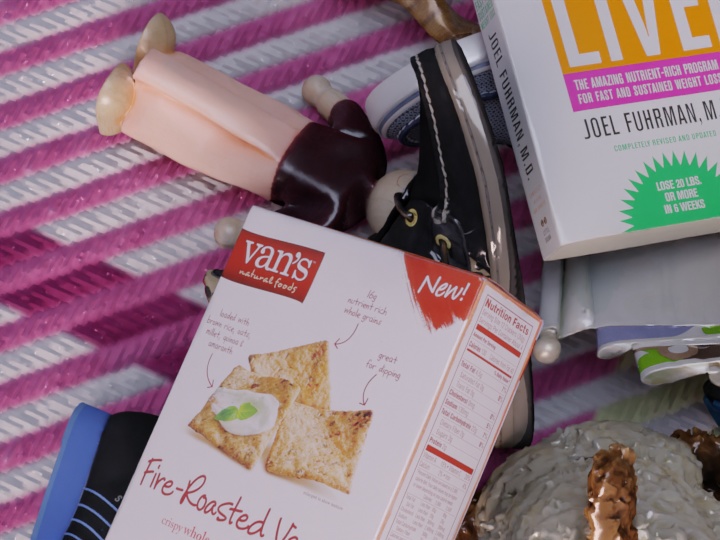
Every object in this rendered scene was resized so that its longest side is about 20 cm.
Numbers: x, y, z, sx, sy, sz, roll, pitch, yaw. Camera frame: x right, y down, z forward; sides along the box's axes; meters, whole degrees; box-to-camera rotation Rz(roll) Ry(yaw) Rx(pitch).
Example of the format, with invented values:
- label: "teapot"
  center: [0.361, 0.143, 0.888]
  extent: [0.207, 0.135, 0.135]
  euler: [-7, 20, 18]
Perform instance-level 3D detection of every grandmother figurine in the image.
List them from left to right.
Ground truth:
- label: "grandmother figurine"
  center: [-0.035, -0.055, 1.013]
  extent: [0.199, 0.061, 0.122]
  euler: [25, 65, 10]

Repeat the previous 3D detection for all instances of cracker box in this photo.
- label: "cracker box"
  center: [-0.024, 0.085, 0.840]
  extent: [0.133, 0.058, 0.201]
  euler: [17, 79, 39]

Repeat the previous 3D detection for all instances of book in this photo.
- label: "book"
  center: [0.124, -0.112, 0.973]
  extent: [0.133, 0.048, 0.202]
  euler: [-10, 76, -20]

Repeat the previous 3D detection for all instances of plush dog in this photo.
- label: "plush dog"
  center: [0.105, 0.125, 0.895]
  extent: [0.198, 0.172, 0.162]
  euler: [-11, 109, 1]

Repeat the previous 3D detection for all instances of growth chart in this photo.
- label: "growth chart"
  center: [0.176, 0.012, 0.954]
  extent: [0.198, 0.018, 0.145]
  euler: [3, 37, 14]

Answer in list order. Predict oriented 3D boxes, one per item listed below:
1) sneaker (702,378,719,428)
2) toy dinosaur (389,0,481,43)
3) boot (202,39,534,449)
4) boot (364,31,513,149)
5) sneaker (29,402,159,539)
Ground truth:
- label: "sneaker"
  center: [0.251, 0.067, 0.920]
  extent: [0.199, 0.073, 0.082]
  euler: [28, 73, 42]
- label: "toy dinosaur"
  center: [-0.006, -0.176, 1.060]
  extent: [0.199, 0.060, 0.107]
  euler: [27, 73, 10]
- label: "boot"
  center: [0.000, 0.000, 0.947]
  extent: [0.149, 0.073, 0.202]
  euler: [-9, 112, 4]
- label: "boot"
  center: [0.107, -0.075, 1.009]
  extent: [0.198, 0.073, 0.091]
  euler: [-16, 73, -14]
- label: "sneaker"
  center: [-0.114, 0.148, 0.911]
  extent: [0.077, 0.070, 0.201]
  euler: [11, 52, 1]
